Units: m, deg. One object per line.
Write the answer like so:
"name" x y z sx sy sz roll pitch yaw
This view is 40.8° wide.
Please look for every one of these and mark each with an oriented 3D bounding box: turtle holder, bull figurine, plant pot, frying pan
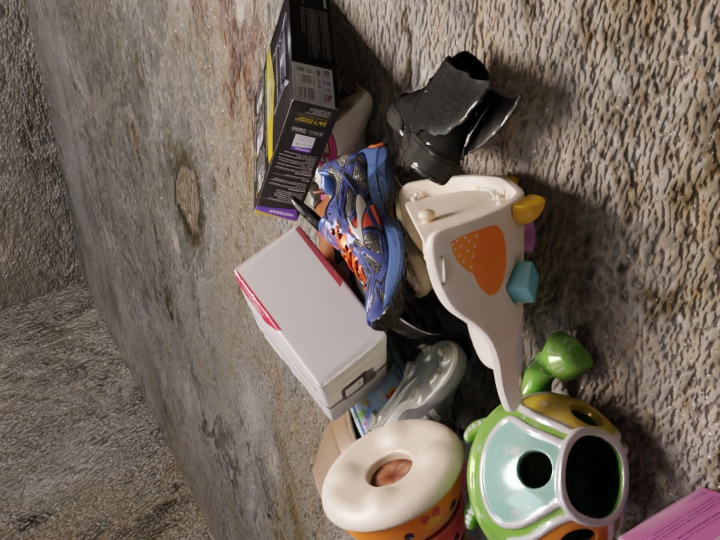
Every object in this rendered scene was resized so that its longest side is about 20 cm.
"turtle holder" 0.179 0.166 0.854 0.140 0.186 0.132 36 159 -8
"bull figurine" -0.015 -0.036 1.046 0.122 0.064 0.202 -112 11 -63
"plant pot" 0.004 0.265 1.232 0.202 0.092 0.201 55 -168 -18
"frying pan" 0.003 0.008 0.942 0.189 0.031 0.115 33 -162 -20

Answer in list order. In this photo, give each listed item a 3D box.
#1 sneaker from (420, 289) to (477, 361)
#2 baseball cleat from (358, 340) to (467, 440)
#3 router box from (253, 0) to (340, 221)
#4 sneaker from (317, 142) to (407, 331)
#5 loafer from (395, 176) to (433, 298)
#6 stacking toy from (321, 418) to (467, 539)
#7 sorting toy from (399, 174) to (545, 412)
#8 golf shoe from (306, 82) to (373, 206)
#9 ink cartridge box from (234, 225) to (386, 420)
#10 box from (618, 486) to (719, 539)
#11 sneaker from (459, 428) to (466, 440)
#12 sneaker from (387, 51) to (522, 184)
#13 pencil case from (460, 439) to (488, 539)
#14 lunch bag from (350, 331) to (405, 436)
"sneaker" 0.083 0.060 1.041 0.105 0.059 0.200 68 154 12
"baseball cleat" 0.077 0.146 1.018 0.200 0.105 0.070 -52 26 43
"router box" -0.073 -0.181 1.045 0.158 0.052 0.201 116 157 -44
"sneaker" 0.001 -0.029 0.903 0.076 0.077 0.202 85 178 -53
"loafer" 0.055 -0.045 1.010 0.201 0.068 0.076 -114 11 -50
"stacking toy" 0.062 0.261 0.950 0.146 0.145 0.201 21 141 60
"sorting toy" 0.108 0.020 0.839 0.200 0.106 0.182 -103 1 -74
"golf shoe" -0.017 -0.136 1.104 0.092 0.073 0.200 34 149 -1
"ink cartridge box" -0.046 0.062 1.003 0.146 0.083 0.200 50 170 15
"box" 0.303 0.278 0.693 0.199 0.096 0.178 7 116 64
"sneaker" 0.121 0.262 1.134 0.091 0.066 0.201 48 153 33
"sneaker" 0.078 -0.145 0.851 0.105 0.060 0.200 -59 18 22
"pencil case" 0.147 0.263 0.972 0.090 0.083 0.202 -28 61 42
"lunch bag" 0.020 0.130 1.168 0.202 0.082 0.161 65 -176 9
